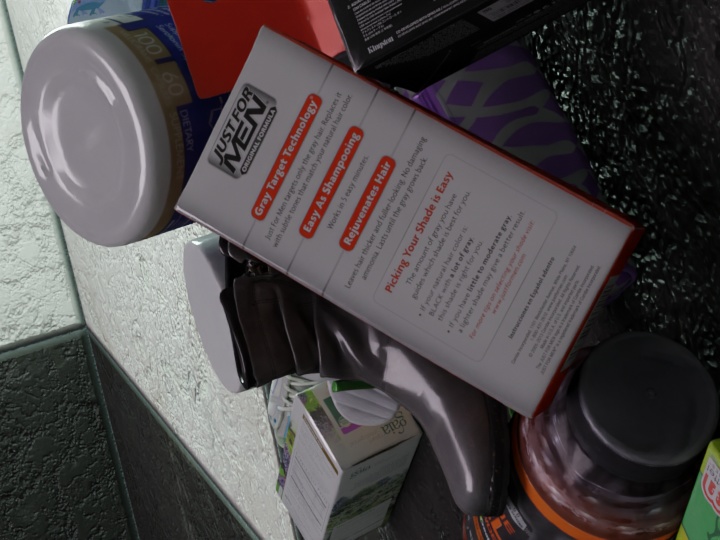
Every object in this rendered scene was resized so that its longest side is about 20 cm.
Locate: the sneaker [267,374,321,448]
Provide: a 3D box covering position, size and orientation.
[{"bbox_3d":[-0.047,0.102,1.267,0.201,0.074,0.087,96,-173,-62],"label":"sneaker"}]

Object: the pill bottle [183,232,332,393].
[{"bbox_3d":[0.000,0.000,0.881,0.116,0.198,0.117,164,90,-72],"label":"pill bottle"}]

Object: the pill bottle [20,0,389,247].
[{"bbox_3d":[-0.081,-0.095,0.826,0.119,0.199,0.121,19,119,39],"label":"pill bottle"}]

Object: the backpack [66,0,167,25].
[{"bbox_3d":[-0.137,-0.171,1.136,0.200,0.145,0.185,-56,-38,-57],"label":"backpack"}]

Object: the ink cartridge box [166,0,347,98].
[{"bbox_3d":[-0.010,-0.194,0.744,0.057,0.198,0.164,145,107,-74],"label":"ink cartridge box"}]

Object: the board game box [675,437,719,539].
[{"bbox_3d":[0.195,0.175,0.704,0.201,0.047,0.102,94,153,-46],"label":"board game box"}]

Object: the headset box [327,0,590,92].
[{"bbox_3d":[0.038,-0.207,0.663,0.077,0.148,0.202,4,-117,-64],"label":"headset box"}]

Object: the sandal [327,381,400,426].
[{"bbox_3d":[-0.003,0.013,1.091,0.059,0.078,0.209,-77,-15,-72],"label":"sandal"}]

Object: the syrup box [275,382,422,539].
[{"bbox_3d":[-0.014,0.164,1.241,0.082,0.078,0.201,56,156,24],"label":"syrup box"}]

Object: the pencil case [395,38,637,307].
[{"bbox_3d":[0.075,-0.062,0.789,0.084,0.085,0.201,-42,64,35],"label":"pencil case"}]

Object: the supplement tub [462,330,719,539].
[{"bbox_3d":[0.123,0.109,0.767,0.201,0.106,0.108,106,143,-58],"label":"supplement tub"}]

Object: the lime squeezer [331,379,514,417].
[{"bbox_3d":[0.077,0.096,0.905,0.199,0.071,0.038,34,-179,-14],"label":"lime squeezer"}]

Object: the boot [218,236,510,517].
[{"bbox_3d":[-0.003,0.049,0.765,0.070,0.130,0.202,101,156,-54],"label":"boot"}]

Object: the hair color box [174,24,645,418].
[{"bbox_3d":[0.023,-0.025,0.685,0.199,0.102,0.061,30,-171,13],"label":"hair color box"}]
